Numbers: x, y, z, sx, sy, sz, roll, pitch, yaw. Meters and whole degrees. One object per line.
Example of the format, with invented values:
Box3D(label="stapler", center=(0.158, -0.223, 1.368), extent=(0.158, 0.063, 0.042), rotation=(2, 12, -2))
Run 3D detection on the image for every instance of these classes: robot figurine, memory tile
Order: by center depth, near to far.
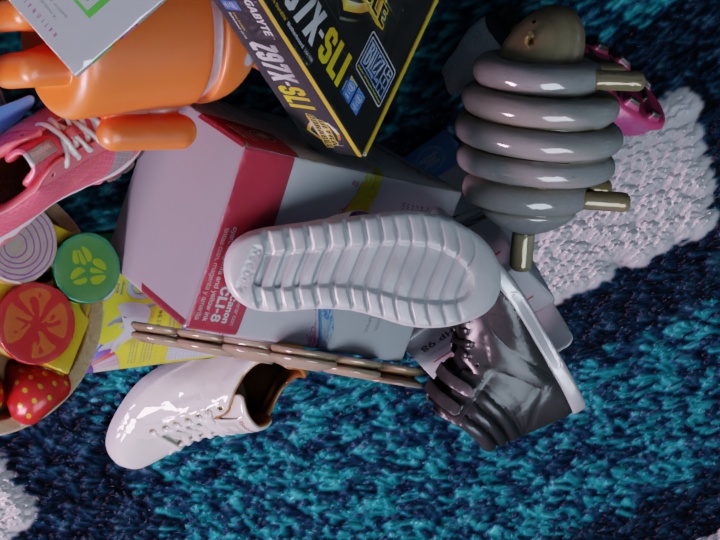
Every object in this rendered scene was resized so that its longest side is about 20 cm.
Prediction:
Box3D(label="robot figurine", center=(-0.154, -0.167, 1.587), extent=(0.199, 0.144, 0.117), rotation=(-9, 149, -30))
Box3D(label="memory tile", center=(-0.063, 0.064, 1.771), extent=(0.153, 0.200, 0.017), rotation=(12, 87, -49))

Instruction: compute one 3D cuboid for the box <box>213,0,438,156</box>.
Box3D(label="box", center=(-0.022, -0.200, 1.608), extent=(0.160, 0.049, 0.200), rotation=(-63, 145, -24))

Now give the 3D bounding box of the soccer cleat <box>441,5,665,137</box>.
Box3D(label="soccer cleat", center=(0.149, -0.142, 1.821), extent=(0.200, 0.070, 0.086), rotation=(22, 128, -35))

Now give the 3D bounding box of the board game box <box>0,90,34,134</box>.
Box3D(label="board game box", center=(-0.323, -0.087, 1.599), extent=(0.200, 0.039, 0.158), rotation=(-27, 178, -45))

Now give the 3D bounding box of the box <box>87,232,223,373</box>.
Box3D(label="box", center=(-0.202, 0.026, 1.820), extent=(0.199, 0.048, 0.118), rotation=(-7, 136, -24))

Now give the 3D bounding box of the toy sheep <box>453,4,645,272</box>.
Box3D(label="toy sheep", center=(0.133, -0.096, 1.712), extent=(0.137, 0.138, 0.201), rotation=(-1, 101, -27))

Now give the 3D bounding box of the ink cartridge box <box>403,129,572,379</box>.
Box3D(label="ink cartridge box", center=(0.071, 0.000, 1.817), extent=(0.116, 0.200, 0.067), rotation=(-34, 140, 8))

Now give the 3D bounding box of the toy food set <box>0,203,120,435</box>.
Box3D(label="toy food set", center=(-0.278, 0.022, 1.691), extent=(0.200, 0.049, 0.199), rotation=(25, 78, -23))

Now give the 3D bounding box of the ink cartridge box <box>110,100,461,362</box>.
Box3D(label="ink cartridge box", center=(-0.057, -0.032, 1.731), extent=(0.199, 0.145, 0.145), rotation=(11, 104, -35))

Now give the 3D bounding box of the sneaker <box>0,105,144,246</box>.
Box3D(label="sneaker", center=(-0.213, -0.081, 1.637), extent=(0.200, 0.074, 0.087), rotation=(-39, -178, -10))

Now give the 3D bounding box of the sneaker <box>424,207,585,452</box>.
Box3D(label="sneaker", center=(0.080, 0.053, 1.717), extent=(0.099, 0.071, 0.200), rotation=(-35, 114, -4))

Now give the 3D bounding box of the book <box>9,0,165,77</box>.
Box3D(label="book", center=(-0.151, -0.239, 1.494), extent=(0.200, 0.048, 0.134), rotation=(-42, 95, -2))

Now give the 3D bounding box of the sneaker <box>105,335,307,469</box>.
Box3D(label="sneaker", center=(-0.128, 0.114, 1.920), extent=(0.200, 0.085, 0.073), rotation=(-40, 139, 16))

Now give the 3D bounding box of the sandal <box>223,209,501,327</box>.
Box3D(label="sandal", center=(0.001, -0.007, 1.650), extent=(0.202, 0.050, 0.083), rotation=(5, 101, -15))
